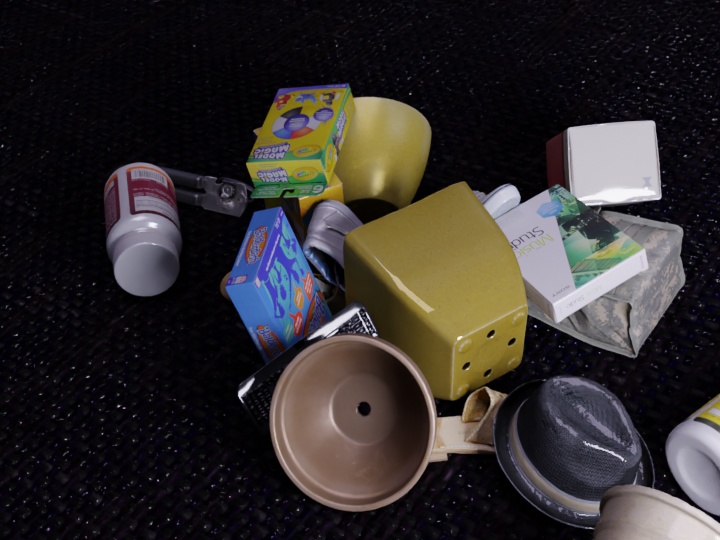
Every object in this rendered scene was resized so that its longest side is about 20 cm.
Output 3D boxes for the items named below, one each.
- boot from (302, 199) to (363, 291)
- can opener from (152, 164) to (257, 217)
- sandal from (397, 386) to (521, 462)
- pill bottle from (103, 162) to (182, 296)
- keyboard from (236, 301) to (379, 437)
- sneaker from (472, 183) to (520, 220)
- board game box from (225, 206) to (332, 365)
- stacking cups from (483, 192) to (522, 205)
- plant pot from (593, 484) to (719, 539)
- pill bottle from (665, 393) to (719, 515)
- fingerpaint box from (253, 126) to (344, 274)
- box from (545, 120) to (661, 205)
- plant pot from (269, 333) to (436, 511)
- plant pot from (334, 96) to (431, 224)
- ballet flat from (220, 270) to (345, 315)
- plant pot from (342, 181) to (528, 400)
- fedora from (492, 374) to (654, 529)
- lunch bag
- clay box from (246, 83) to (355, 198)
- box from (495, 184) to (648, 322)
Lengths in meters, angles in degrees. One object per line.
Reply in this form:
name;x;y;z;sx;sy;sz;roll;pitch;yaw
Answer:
boot;0.000;0.000;1.470;0.073;0.199;0.097;-31;28;44
can opener;-0.261;-0.132;1.752;0.197;0.054;0.067;14;11;23
sandal;0.147;0.177;1.303;0.207;0.071;0.078;-10;40;-5
pill bottle;-0.326;-0.062;1.613;0.112;0.116;0.202;-11;40;-7
keyboard;-0.050;0.134;1.334;0.199;0.105;0.039;-36;22;-16
sneaker;0.153;-0.081;1.511;0.072;0.200;0.072;-22;79;-31
board game box;-0.099;0.045;1.387;0.044;0.202;0.153;-10;37;19
stacking cups;0.236;-0.082;1.612;0.196;0.061;0.061;10;42;15
plant pot;0.267;0.343;1.018;0.199;0.202;0.184;27;61;33
pill bottle;0.453;0.182;1.225;0.198;0.114;0.112;-29;44;-25
fingerpaint box;-0.085;-0.101;1.588;0.072;0.169;0.201;-18;40;-15
box;0.348;-0.149;1.561;0.125;0.111;0.200;-4;1;1
plant pot;-0.004;0.173;1.273;0.196;0.205;0.093;2;4;10
plant pot;0.012;-0.146;1.637;0.196;0.201;0.145;-2;64;5
ballet flat;-0.111;0.019;1.517;0.196;0.063;0.070;5;72;12
plant pot;0.111;0.046;1.380;0.193;0.197;0.200;-25;49;-22
fedora;0.251;0.189;1.221;0.196;0.092;0.203;5;50;-6
lunch bag;0.317;0.003;1.457;0.198;0.119;0.164;17;48;36
clay box;-0.085;-0.183;1.509;0.113;0.048;0.202;-1;44;18
box;0.256;-0.027;1.393;0.143;0.037;0.200;-29;39;-10
